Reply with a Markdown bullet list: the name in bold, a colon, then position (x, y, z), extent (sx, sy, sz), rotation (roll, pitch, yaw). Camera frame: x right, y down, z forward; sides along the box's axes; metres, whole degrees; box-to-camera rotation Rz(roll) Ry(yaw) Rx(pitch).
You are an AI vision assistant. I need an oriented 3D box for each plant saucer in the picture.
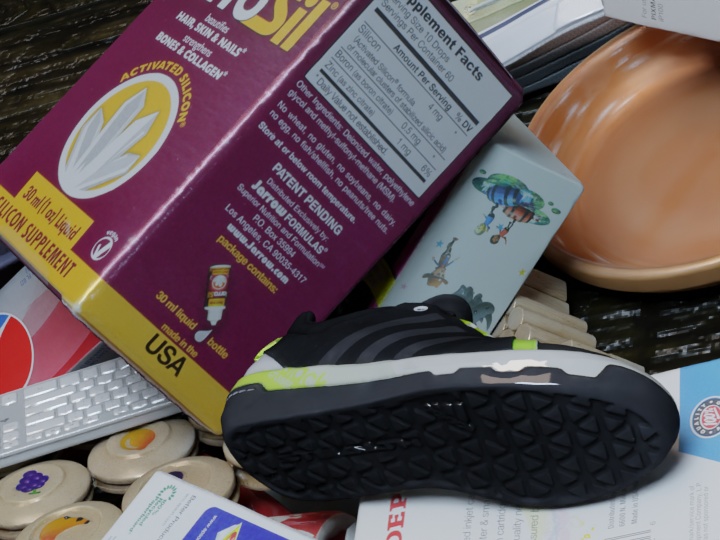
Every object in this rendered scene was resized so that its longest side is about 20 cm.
- **plant saucer**: position (0.172, -0.060, 1.081), extent (0.200, 0.037, 0.200), rotation (-20, 40, 17)

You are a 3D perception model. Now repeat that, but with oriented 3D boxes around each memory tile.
- **memory tile**: position (-0.118, 0.088, 0.965), extent (0.200, 0.017, 0.153), rotation (-23, 27, -15)

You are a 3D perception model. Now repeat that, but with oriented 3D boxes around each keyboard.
- **keyboard**: position (-0.118, 0.057, 0.991), extent (0.200, 0.011, 0.056), rotation (-17, 32, -2)

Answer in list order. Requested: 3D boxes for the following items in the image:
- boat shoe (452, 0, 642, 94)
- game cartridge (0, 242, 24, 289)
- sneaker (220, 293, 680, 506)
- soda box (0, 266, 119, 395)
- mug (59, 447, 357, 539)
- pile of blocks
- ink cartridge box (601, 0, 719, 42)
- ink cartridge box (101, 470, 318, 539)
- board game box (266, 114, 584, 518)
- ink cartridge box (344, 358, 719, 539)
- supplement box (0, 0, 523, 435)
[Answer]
- **boat shoe**: position (0.084, -0.132, 1.183), extent (0.200, 0.072, 0.062), rotation (-22, 69, 17)
- **game cartridge**: position (-0.139, -0.009, 1.132), extent (0.130, 0.200, 0.038), rotation (-22, 71, 11)
- **sneaker**: position (0.031, 0.036, 0.839), extent (0.200, 0.072, 0.083), rotation (-3, 45, 35)
- **soda box**: position (-0.176, 0.066, 1.103), extent (0.200, 0.070, 0.063), rotation (-42, 63, 22)
- **mug**: position (-0.095, 0.149, 0.948), extent (0.200, 0.133, 0.178), rotation (-11, 79, 21)
- **pile of blocks**: position (0.073, 0.038, 1.034), extent (0.082, 0.062, 0.200), rotation (-57, 34, 18)
- **ink cartridge box**: position (0.232, -0.164, 1.055), extent (0.200, 0.083, 0.147), rotation (19, 39, 34)
- **ink cartridge box**: position (-0.040, 0.143, 0.805), extent (0.099, 0.039, 0.200), rotation (-50, 35, -18)
- **board game box**: position (0.000, 0.000, 1.046), extent (0.200, 0.064, 0.148), rotation (-59, 34, 15)
- **ink cartridge box**: position (0.088, 0.134, 0.851), extent (0.200, 0.125, 0.129), rotation (-15, 40, 24)
- **supplement box**: position (-0.051, -0.051, 0.957), extent (0.200, 0.103, 0.131), rotation (-48, 36, -5)
